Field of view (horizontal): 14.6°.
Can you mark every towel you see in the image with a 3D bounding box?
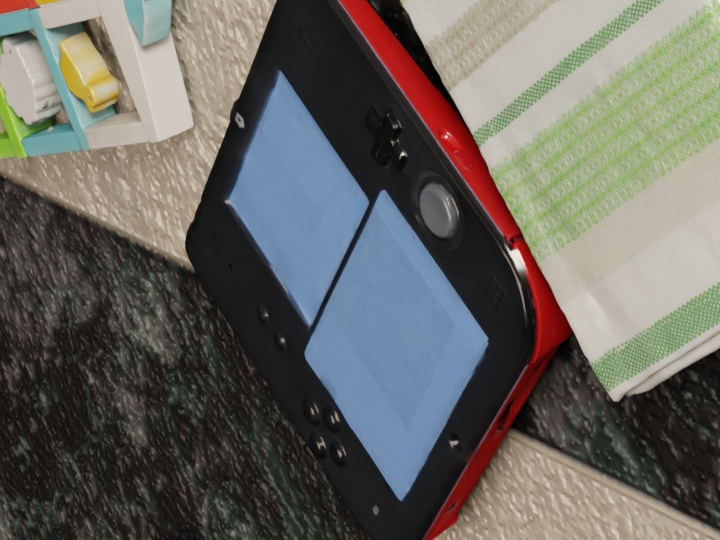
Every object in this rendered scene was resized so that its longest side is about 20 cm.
[{"bbox_3d":[0.083,-0.068,0.915,0.149,0.031,0.200,-35,80,56],"label":"towel"}]

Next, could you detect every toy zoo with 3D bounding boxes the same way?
[{"bbox_3d":[-0.134,-0.115,1.203,0.200,0.020,0.131,-3,109,56],"label":"toy zoo"}]

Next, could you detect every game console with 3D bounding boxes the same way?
[{"bbox_3d":[0.000,0.000,1.078,0.177,0.031,0.200,52,146,19],"label":"game console"}]
